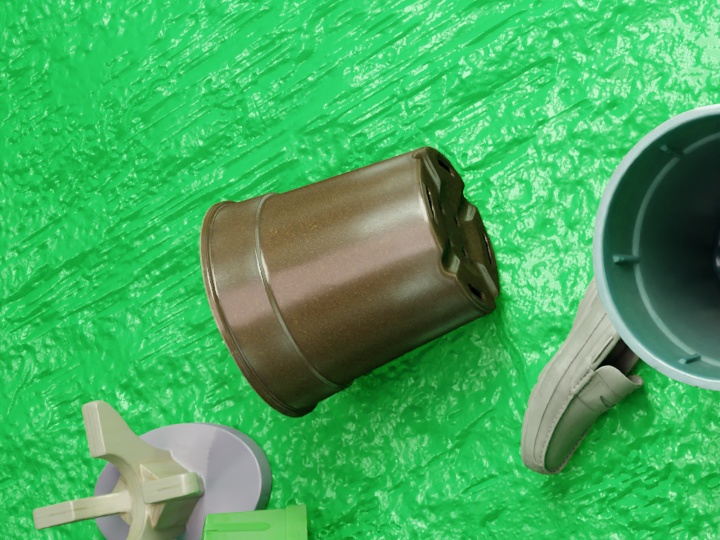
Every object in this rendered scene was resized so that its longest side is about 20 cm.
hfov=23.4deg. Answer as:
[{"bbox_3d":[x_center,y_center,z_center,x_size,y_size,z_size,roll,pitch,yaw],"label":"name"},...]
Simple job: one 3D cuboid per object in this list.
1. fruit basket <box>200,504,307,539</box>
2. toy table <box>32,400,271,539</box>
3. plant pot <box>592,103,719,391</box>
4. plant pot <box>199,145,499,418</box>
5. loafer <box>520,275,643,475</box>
[{"bbox_3d":[-0.051,0.308,1.504,0.215,0.215,0.156,21,106,29],"label":"fruit basket"},{"bbox_3d":[-0.197,0.209,1.616,0.200,0.117,0.184,-30,74,27],"label":"toy table"},{"bbox_3d":[0.302,-0.015,1.285,0.200,0.196,0.201,-1,89,31],"label":"plant pot"},{"bbox_3d":[0.000,0.000,1.475,0.198,0.200,0.201,-21,78,19],"label":"plant pot"},{"bbox_3d":[0.195,0.083,1.419,0.070,0.070,0.200,32,104,35],"label":"loafer"}]
